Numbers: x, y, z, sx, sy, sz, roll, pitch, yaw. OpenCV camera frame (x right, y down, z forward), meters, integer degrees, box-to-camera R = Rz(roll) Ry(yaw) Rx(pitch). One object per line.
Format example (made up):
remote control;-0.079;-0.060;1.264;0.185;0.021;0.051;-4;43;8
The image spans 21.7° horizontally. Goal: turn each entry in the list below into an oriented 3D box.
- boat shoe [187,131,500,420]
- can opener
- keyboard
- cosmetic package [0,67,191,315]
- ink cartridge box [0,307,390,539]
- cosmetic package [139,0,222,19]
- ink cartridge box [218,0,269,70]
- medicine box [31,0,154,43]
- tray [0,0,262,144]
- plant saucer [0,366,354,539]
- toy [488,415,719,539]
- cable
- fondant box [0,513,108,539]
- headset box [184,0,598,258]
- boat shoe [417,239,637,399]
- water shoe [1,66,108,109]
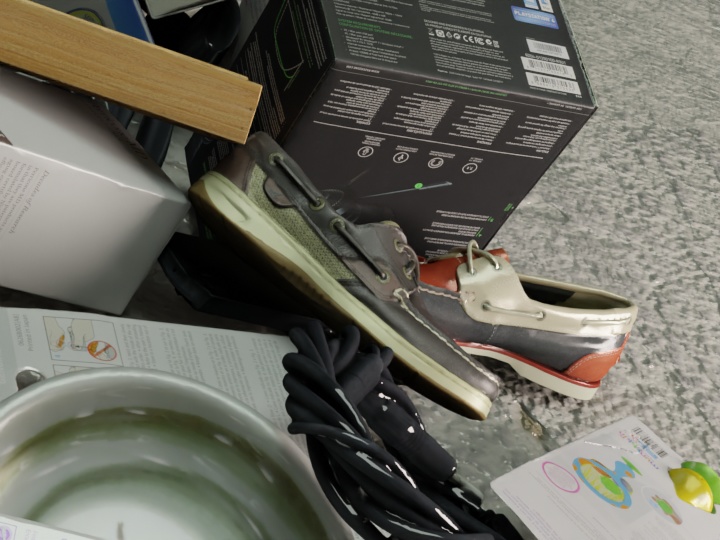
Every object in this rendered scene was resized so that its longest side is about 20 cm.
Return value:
boat shoe;0.000;0.000;0.992;0.199;0.065;0.073;39;-9;5
can opener;-0.133;-0.113;1.182;0.063;0.079;0.201;30;39;-6
keyboard;-0.028;0.032;1.062;0.199;0.040;0.104;14;24;-36
cosmetic package;-0.198;-0.054;0.965;0.199;0.082;0.113;14;25;-51
ink cartridge box;-0.088;0.093;0.914;0.198;0.050;0.163;5;36;-23
cosmetic package;-0.130;-0.231;1.243;0.070;0.106;0.200;-18;14;-7
ink cartridge box;-0.032;-0.169;1.201;0.067;0.201;0.116;14;32;-17
medicine box;-0.220;-0.237;1.167;0.102;0.183;0.201;-22;43;-4
tray;-0.157;-0.117;1.003;0.198;0.037;0.099;19;1;-13
plant saucer;-0.095;0.141;0.782;0.198;0.050;0.202;12;59;-21
toy;0.140;0.144;0.990;0.115;0.047;0.199;44;28;18
cable;0.023;0.089;0.871;0.200;0.051;0.164;40;19;-58
fondant box;-0.082;0.183;0.699;0.198;0.058;0.146;16;58;-16
headset box;0.010;-0.078;1.104;0.172;0.200;0.093;7;51;-27
boat shoe;0.074;0.016;1.097;0.199;0.063;0.071;22;21;-26
water shoe;-0.246;-0.090;1.075;0.198;0.072;0.079;7;7;-26
